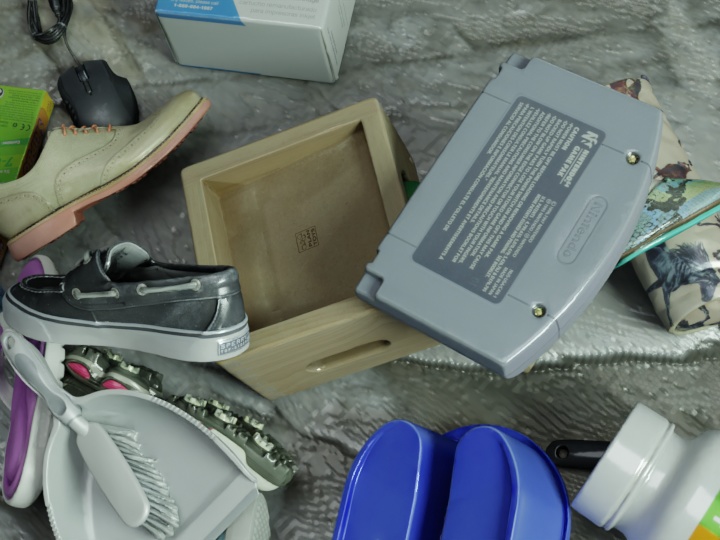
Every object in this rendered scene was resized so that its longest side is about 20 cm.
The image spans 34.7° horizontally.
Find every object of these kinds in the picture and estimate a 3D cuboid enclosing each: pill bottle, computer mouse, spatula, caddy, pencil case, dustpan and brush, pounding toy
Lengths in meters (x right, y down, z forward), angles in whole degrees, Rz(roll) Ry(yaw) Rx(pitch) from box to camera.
[{"bbox_3d":[0.240,0.173,0.731,0.199,0.111,0.111,33,75,15],"label":"pill bottle"},{"bbox_3d":[-0.245,-0.184,0.992,0.058,0.034,0.201,-29,66,-5],"label":"computer mouse"},{"bbox_3d":[0.230,0.133,0.804,0.198,0.021,0.057,4,72,9],"label":"spatula"},{"bbox_3d":[0.060,0.192,0.759,0.141,0.105,0.201,0,65,33],"label":"caddy"},{"bbox_3d":[0.221,-0.046,0.846,0.078,0.089,0.201,-37,66,31],"label":"pencil case"},{"bbox_3d":[-0.178,0.116,0.779,0.140,0.057,0.200,-45,65,9],"label":"dustpan and brush"},{"bbox_3d":[0.000,0.000,0.844,0.199,0.142,0.185,-19,65,11],"label":"pounding toy"}]

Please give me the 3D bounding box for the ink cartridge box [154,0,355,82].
[{"bbox_3d":[-0.074,-0.273,0.979,0.144,0.084,0.201,8,68,11],"label":"ink cartridge box"}]

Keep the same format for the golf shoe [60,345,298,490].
[{"bbox_3d":[-0.138,0.126,0.835,0.199,0.077,0.089,21,84,22],"label":"golf shoe"}]

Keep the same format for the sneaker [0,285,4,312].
[{"bbox_3d":[-0.378,0.053,0.872,0.130,0.080,0.200,38,79,11],"label":"sneaker"}]

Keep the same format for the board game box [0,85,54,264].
[{"bbox_3d":[-0.328,-0.063,0.955,0.095,0.030,0.201,8,66,11],"label":"board game box"}]

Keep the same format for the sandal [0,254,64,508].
[{"bbox_3d":[-0.251,0.071,0.845,0.050,0.082,0.204,14,49,-32],"label":"sandal"}]

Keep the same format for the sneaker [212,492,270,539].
[{"bbox_3d":[-0.116,0.242,0.768,0.081,0.074,0.201,11,73,8],"label":"sneaker"}]

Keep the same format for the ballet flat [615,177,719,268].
[{"bbox_3d":[0.149,-0.022,0.763,0.199,0.074,0.074,-32,67,-5],"label":"ballet flat"}]

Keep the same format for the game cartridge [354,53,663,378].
[{"bbox_3d":[0.103,-0.036,0.733,0.133,0.042,0.201,29,75,19],"label":"game cartridge"}]

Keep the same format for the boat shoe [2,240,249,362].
[{"bbox_3d":[-0.163,0.013,0.775,0.199,0.072,0.068,7,110,32],"label":"boat shoe"}]

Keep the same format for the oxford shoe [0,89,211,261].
[{"bbox_3d":[-0.210,-0.092,0.915,0.200,0.071,0.074,-37,99,-10],"label":"oxford shoe"}]
